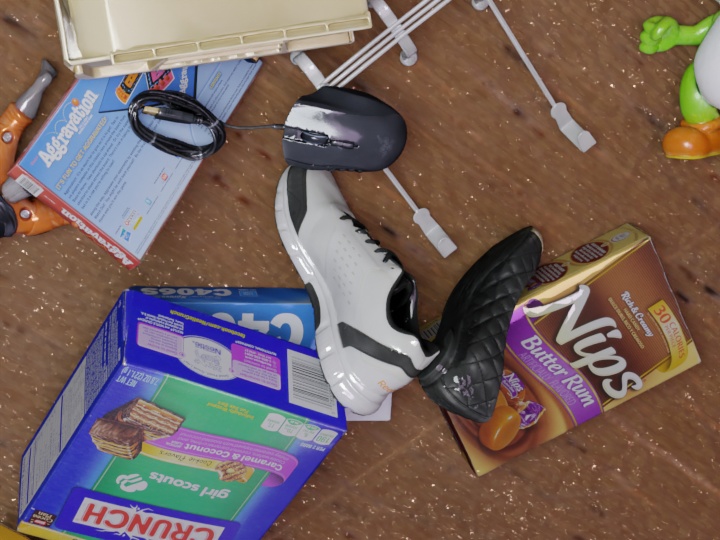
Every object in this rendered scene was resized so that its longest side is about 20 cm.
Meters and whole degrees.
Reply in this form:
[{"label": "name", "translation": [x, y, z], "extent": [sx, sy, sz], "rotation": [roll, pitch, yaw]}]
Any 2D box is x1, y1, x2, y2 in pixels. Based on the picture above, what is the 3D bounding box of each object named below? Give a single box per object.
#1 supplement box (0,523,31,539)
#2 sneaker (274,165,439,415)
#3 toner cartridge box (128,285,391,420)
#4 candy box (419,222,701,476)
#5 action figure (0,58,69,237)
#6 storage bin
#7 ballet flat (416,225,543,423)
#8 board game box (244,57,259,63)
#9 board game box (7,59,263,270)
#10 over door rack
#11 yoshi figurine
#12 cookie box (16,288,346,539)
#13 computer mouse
[{"label": "supplement box", "translation": [-0.272, 0.327, 1.072], "extent": [0.133, 0.197, 0.200], "rotation": [33, 121, -17]}, {"label": "sneaker", "translation": [0.000, 0.000, 1.087], "extent": [0.080, 0.200, 0.074], "rotation": [-32, 154, 26]}, {"label": "toner cartridge box", "translation": [-0.075, 0.063, 1.151], "extent": [0.200, 0.043, 0.095], "rotation": [0, 106, -10]}, {"label": "candy box", "translation": [0.150, 0.060, 1.186], "extent": [0.200, 0.056, 0.117], "rotation": [-27, 107, -4]}, {"label": "action figure", "translation": [-0.278, -0.068, 1.050], "extent": [0.193, 0.105, 0.200], "rotation": [-35, 112, -10]}, {"label": "storage bin", "translation": [-0.107, -0.235, 0.976], "extent": [0.198, 0.094, 0.200], "rotation": [-10, 96, -12]}, {"label": "ballet flat", "translation": [0.094, 0.036, 1.114], "extent": [0.057, 0.200, 0.066], "rotation": [43, 134, -11]}, {"label": "board game box", "translation": [-0.075, -0.265, 1.054], "extent": [0.135, 0.035, 0.200], "rotation": [34, 89, -17]}, {"label": "board game box", "translation": [-0.148, -0.106, 1.038], "extent": [0.103, 0.019, 0.200], "rotation": [40, 53, -18]}, {"label": "over door rack", "translation": [0.058, -0.128, 1.119], "extent": [0.148, 0.067, 0.200], "rotation": [-38, 121, 3]}, {"label": "yoshi figurine", "translation": [0.270, -0.177, 1.118], "extent": [0.112, 0.112, 0.200], "rotation": [3, 102, -7]}, {"label": "cookie box", "translation": [-0.131, 0.126, 1.090], "extent": [0.171, 0.075, 0.200], "rotation": [19, 129, -22]}, {"label": "computer mouse", "translation": [-0.059, -0.095, 1.034], "extent": [0.200, 0.034, 0.059], "rotation": [1, 114, -21]}]
